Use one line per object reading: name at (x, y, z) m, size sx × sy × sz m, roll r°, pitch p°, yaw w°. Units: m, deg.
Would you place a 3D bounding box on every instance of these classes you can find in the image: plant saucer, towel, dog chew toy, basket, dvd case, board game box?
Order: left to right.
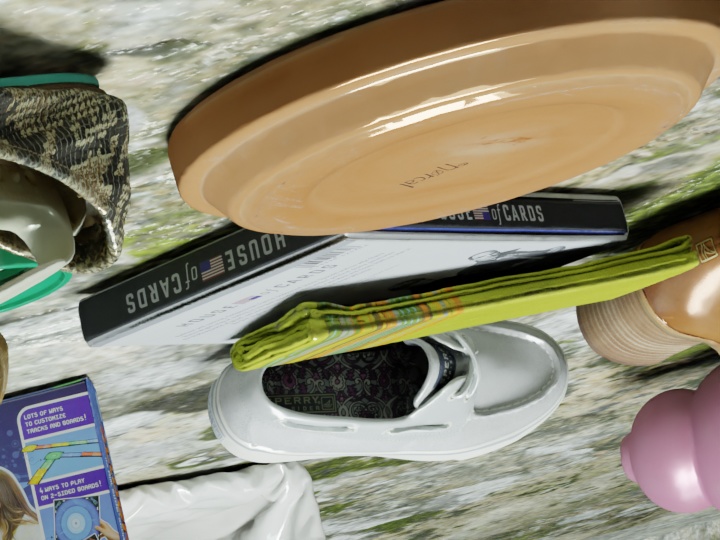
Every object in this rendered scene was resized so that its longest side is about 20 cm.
board game box at (-0.210, 0.141, 1.306) m, size 0.198 × 0.136 × 0.034 m, roll -13°, pitch 168°, yaw -1°
basket at (-0.128, 0.242, 1.748) m, size 0.199 × 0.200 × 0.161 m, roll -8°, pitch 171°, yaw -32°
dvd case at (0.000, 0.000, 1.163) m, size 0.150 × 0.025 × 0.199 m, roll -22°, pitch 166°, yaw 36°
plant saucer at (0.033, -0.051, 0.943) m, size 0.199 × 0.033 × 0.200 m, roll -13°, pitch 169°, yaw -3°
towel at (0.045, 0.014, 1.193) m, size 0.199 × 0.018 × 0.086 m, roll -10°, pitch 174°, yaw -28°
dog chew toy at (0.265, 0.106, 1.744) m, size 0.199 × 0.126 × 0.124 m, roll -9°, pitch 171°, yaw 20°

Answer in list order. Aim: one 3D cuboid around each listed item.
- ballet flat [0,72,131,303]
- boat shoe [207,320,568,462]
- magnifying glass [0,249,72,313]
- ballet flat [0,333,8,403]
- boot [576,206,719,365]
ballet flat at (-0.121, -0.026, 0.759) m, size 0.067 × 0.076 × 0.200 m, roll -18°, pitch 168°, yaw 24°
boat shoe at (0.024, 0.054, 1.365) m, size 0.199 × 0.073 × 0.068 m, roll 2°, pitch 164°, yaw -24°
magnifying glass at (-0.199, 0.010, 0.985) m, size 0.199 × 0.023 × 0.080 m, roll -10°, pitch 168°, yaw -29°
ballet flat at (-0.235, 0.054, 1.073) m, size 0.199 × 0.068 × 0.072 m, roll -17°, pitch -172°, yaw -7°
boot at (0.218, -0.007, 1.316) m, size 0.199 × 0.077 × 0.155 m, roll 5°, pitch 155°, yaw -38°
